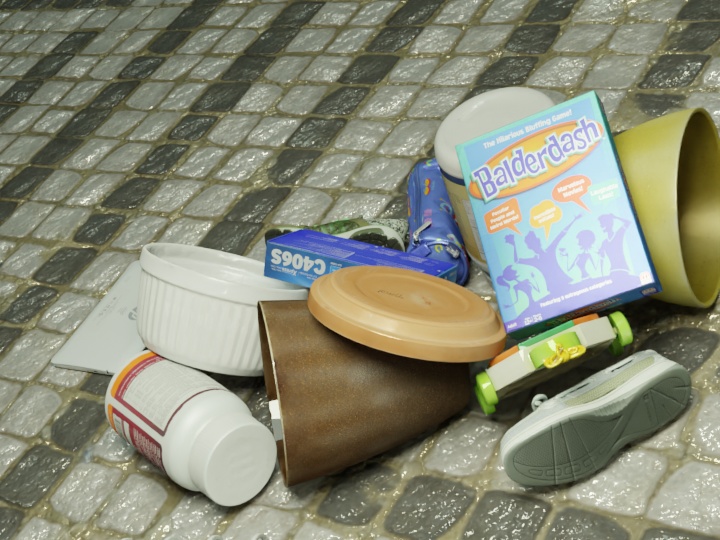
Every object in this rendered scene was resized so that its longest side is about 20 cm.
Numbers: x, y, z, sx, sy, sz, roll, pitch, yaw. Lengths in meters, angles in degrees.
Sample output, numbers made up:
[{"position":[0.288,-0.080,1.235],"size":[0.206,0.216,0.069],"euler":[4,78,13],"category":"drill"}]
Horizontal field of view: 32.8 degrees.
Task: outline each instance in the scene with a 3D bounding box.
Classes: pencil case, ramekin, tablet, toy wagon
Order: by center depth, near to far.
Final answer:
[{"position":[0.183,0.083,1.170],"size":[0.153,0.200,0.040],"euler":[-24,76,-1],"category":"toy wagon"},{"position":[-0.160,0.045,1.386],"size":[0.197,0.107,0.200],"euler":[14,8,-2],"category":"ramekin"},{"position":[0.091,-0.057,1.466],"size":[0.077,0.087,0.201],"euler":[-26,32,23],"category":"pencil case"},{"position":[-0.303,0.058,1.592],"size":[0.129,0.014,0.201],"euler":[4,45,32],"category":"tablet"}]

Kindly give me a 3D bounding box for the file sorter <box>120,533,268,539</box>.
[{"position":[-0.169,0.321,1.092],"size":[0.197,0.126,0.140],"euler":[-7,38,21],"category":"file sorter"}]

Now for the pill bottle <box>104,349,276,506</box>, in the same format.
[{"position":[-0.181,0.167,1.305],"size":[0.109,0.110,0.199],"euler":[-39,40,-22],"category":"pill bottle"}]

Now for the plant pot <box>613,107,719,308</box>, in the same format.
[{"position":[0.289,-0.062,1.272],"size":[0.140,0.202,0.201],"euler":[-2,40,31],"category":"plant pot"}]

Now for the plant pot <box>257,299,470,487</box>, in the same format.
[{"position":[0.006,0.109,1.245],"size":[0.197,0.189,0.188],"euler":[-8,35,-9],"category":"plant pot"}]

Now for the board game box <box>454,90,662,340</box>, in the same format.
[{"position":[0.189,-0.053,1.185],"size":[0.150,0.045,0.203],"euler":[-21,70,18],"category":"board game box"}]

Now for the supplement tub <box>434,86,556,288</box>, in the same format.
[{"position":[0.172,-0.083,1.354],"size":[0.142,0.202,0.145],"euler":[-14,38,11],"category":"supplement tub"}]

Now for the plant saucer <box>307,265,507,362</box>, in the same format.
[{"position":[0.047,0.036,1.188],"size":[0.197,0.033,0.201],"euler":[10,16,-3],"category":"plant saucer"}]

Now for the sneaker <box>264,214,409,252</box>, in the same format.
[{"position":[-0.024,-0.036,1.526],"size":[0.197,0.078,0.089],"euler":[3,29,23],"category":"sneaker"}]

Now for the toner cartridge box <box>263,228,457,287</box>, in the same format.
[{"position":[0.000,0.000,1.364],"size":[0.197,0.044,0.095],"euler":[14,17,21],"category":"toner cartridge box"}]

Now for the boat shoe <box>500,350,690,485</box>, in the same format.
[{"position":[0.216,0.136,1.156],"size":[0.200,0.075,0.065],"euler":[-27,30,-13],"category":"boat shoe"}]
